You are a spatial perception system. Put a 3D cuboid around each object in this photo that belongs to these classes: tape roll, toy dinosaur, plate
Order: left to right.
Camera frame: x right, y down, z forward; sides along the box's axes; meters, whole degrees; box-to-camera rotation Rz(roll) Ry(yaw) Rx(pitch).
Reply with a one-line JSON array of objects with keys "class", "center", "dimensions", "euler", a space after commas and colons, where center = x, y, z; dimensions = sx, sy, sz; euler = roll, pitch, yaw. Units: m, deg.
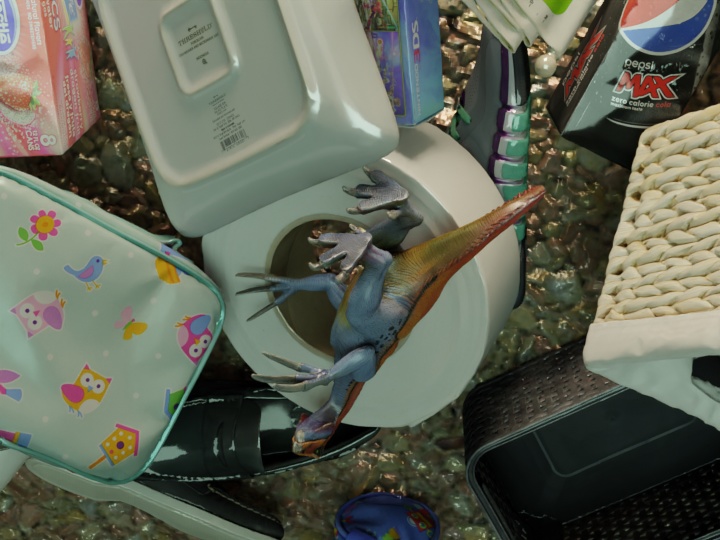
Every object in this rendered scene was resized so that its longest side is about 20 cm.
[{"class": "plate", "center": [-0.086, -0.133, 0.686], "dimensions": [0.199, 0.032, 0.202], "euler": [-19, 91, 42]}, {"class": "tape roll", "center": [0.000, 0.000, 0.759], "dimensions": [0.201, 0.071, 0.204], "euler": [11, 119, 20]}, {"class": "toy dinosaur", "center": [0.006, 0.042, 0.686], "dimensions": [0.198, 0.105, 0.182], "euler": [4, 136, 13]}]

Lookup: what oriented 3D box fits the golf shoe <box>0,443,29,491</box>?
[{"class": "golf shoe", "center": [-0.201, 0.084, 0.805], "dimensions": [0.094, 0.078, 0.201], "euler": [32, 82, -19]}]

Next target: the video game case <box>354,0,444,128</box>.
[{"class": "video game case", "center": [-0.042, -0.192, 0.698], "dimensions": [0.180, 0.045, 0.202], "euler": [9, 115, 31]}]

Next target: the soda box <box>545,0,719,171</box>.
[{"class": "soda box", "center": [0.191, -0.165, 0.718], "dimensions": [0.063, 0.071, 0.201], "euler": [23, 111, -9]}]

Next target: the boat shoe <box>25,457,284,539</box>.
[{"class": "boat shoe", "center": [-0.144, 0.153, 0.865], "dimensions": [0.199, 0.061, 0.074], "euler": [21, 153, -4]}]

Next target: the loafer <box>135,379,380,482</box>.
[{"class": "loafer", "center": [-0.083, 0.110, 0.811], "dimensions": [0.199, 0.070, 0.069], "euler": [-7, 98, -15]}]

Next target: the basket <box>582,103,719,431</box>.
[{"class": "basket", "center": [0.265, 0.007, 0.648], "dimensions": [0.197, 0.200, 0.162], "euler": [23, 71, -24]}]

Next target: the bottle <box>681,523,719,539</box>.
[{"class": "bottle", "center": [0.245, 0.241, 0.871], "dimensions": [0.199, 0.065, 0.084], "euler": [-30, 105, 14]}]

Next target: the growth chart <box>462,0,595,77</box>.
[{"class": "growth chart", "center": [0.085, -0.208, 0.667], "dimensions": [0.199, 0.018, 0.146], "euler": [31, 81, -39]}]

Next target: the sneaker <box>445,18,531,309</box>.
[{"class": "sneaker", "center": [0.067, -0.067, 0.765], "dimensions": [0.087, 0.075, 0.202], "euler": [2, 111, 8]}]

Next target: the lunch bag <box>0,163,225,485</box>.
[{"class": "lunch bag", "center": [-0.189, 0.030, 0.725], "dimensions": [0.199, 0.077, 0.161], "euler": [31, 80, -28]}]

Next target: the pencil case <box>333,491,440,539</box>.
[{"class": "pencil case", "center": [0.009, 0.271, 0.888], "dimensions": [0.078, 0.087, 0.202], "euler": [19, 114, 32]}]

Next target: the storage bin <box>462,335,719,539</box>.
[{"class": "storage bin", "center": [0.182, 0.123, 0.816], "dimensions": [0.199, 0.094, 0.136], "euler": [-26, 107, 13]}]

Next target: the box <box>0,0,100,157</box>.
[{"class": "box", "center": [-0.226, -0.176, 0.705], "dimensions": [0.102, 0.095, 0.202], "euler": [-2, 112, 4]}]
